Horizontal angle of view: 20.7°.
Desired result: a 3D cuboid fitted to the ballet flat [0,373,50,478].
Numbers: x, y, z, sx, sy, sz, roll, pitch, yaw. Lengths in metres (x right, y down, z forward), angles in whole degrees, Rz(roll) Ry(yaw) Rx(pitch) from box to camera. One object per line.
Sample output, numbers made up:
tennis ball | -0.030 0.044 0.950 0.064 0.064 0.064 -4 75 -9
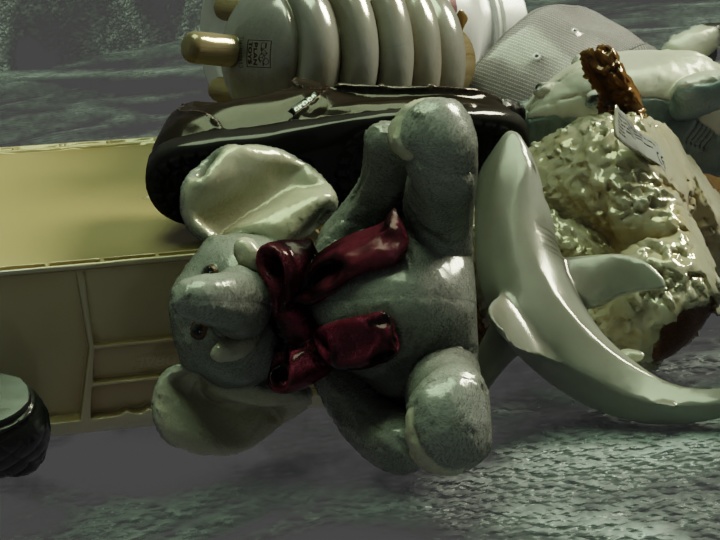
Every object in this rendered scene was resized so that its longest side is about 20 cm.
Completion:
ballet flat | -0.243 0.102 0.935 0.200 0.057 0.066 -15 41 -12

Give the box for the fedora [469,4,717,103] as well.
fedora | 0.121 -0.108 1.252 0.200 0.090 0.177 -34 -13 -23

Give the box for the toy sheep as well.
toy sheep | -0.016 -0.122 1.138 0.200 0.138 0.138 -6 10 -34

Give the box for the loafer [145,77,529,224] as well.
loafer | -0.012 -0.073 1.017 0.200 0.073 0.071 -2 46 -9

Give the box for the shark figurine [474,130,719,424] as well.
shark figurine | 0.107 0.032 0.932 0.214 0.128 0.089 35 13 33

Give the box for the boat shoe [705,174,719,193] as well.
boat shoe | 0.178 -0.036 1.288 0.200 0.071 0.065 -22 -16 -48

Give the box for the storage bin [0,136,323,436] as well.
storage bin | -0.115 0.000 1.081 0.198 0.094 0.200 -5 22 -13

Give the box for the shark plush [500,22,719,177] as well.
shark plush | 0.145 -0.076 1.126 0.200 0.083 0.091 -12 27 -8

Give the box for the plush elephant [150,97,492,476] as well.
plush elephant | -0.024 0.015 0.919 0.155 0.165 0.200 -2 -6 -1

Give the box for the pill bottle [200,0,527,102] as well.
pill bottle | 0.005 -0.156 1.293 0.200 0.113 0.113 -2 8 -30

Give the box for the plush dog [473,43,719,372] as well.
plush dog | 0.101 -0.016 1.079 0.172 0.161 0.200 -29 4 21
